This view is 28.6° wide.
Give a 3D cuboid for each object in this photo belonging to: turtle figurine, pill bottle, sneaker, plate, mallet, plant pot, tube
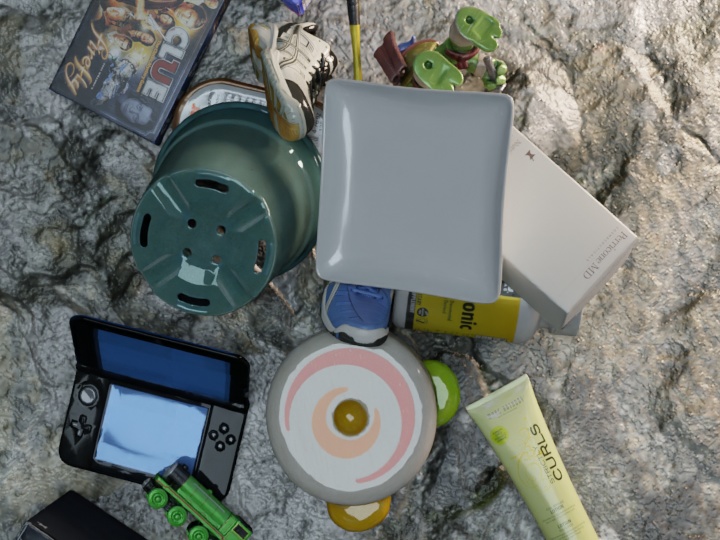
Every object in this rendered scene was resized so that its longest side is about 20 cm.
[{"bbox_3d":[0.101,-0.177,1.462,0.142,0.194,0.203,-13,81,-9],"label":"turtle figurine"},{"bbox_3d":[0.136,0.017,1.500,0.197,0.111,0.113,7,90,2],"label":"pill bottle"},{"bbox_3d":[-0.063,-0.211,1.481,0.086,0.201,0.076,-9,130,-8],"label":"sneaker"},{"bbox_3d":[0.054,-0.080,1.382,0.197,0.032,0.203,8,101,22],"label":"plate"},{"bbox_3d":[-0.006,-0.253,1.502,0.040,0.066,0.203,-4,110,1],"label":"mallet"},{"bbox_3d":[0.000,0.000,1.462,0.075,0.201,0.078,8,128,-8],"label":"sneaker"},{"bbox_3d":[-0.140,-0.055,1.444,0.197,0.196,0.203,2,107,5],"label":"plant pot"},{"bbox_3d":[0.192,0.220,1.528,0.058,0.052,0.202,-21,82,-38],"label":"tube"}]

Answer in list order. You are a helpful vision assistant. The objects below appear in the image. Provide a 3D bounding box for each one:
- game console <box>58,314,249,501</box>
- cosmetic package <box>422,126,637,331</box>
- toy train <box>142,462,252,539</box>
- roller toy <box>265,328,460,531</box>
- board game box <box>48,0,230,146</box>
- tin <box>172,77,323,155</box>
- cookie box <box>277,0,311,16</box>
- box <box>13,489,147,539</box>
[{"bbox_3d":[-0.225,0.151,1.511,0.197,0.118,0.173,14,90,3],"label":"game console"},{"bbox_3d":[0.167,-0.050,1.419,0.200,0.081,0.113,41,79,14],"label":"cosmetic package"},{"bbox_3d":[-0.152,0.285,1.530,0.200,0.042,0.056,45,83,-9],"label":"toy train"},{"bbox_3d":[-0.009,0.152,1.490,0.181,0.140,0.201,36,92,3],"label":"roller toy"},{"bbox_3d":[-0.239,-0.259,1.557,0.134,0.035,0.202,26,91,2],"label":"board game box"},{"bbox_3d":[-0.110,-0.146,1.550,0.197,0.042,0.114,13,86,3],"label":"tin"},{"bbox_3d":[-0.081,-0.410,1.531,0.170,0.075,0.201,34,91,3],"label":"cookie box"},{"bbox_3d":[-0.327,0.357,1.472,0.123,0.200,0.198,30,91,1],"label":"box"}]
